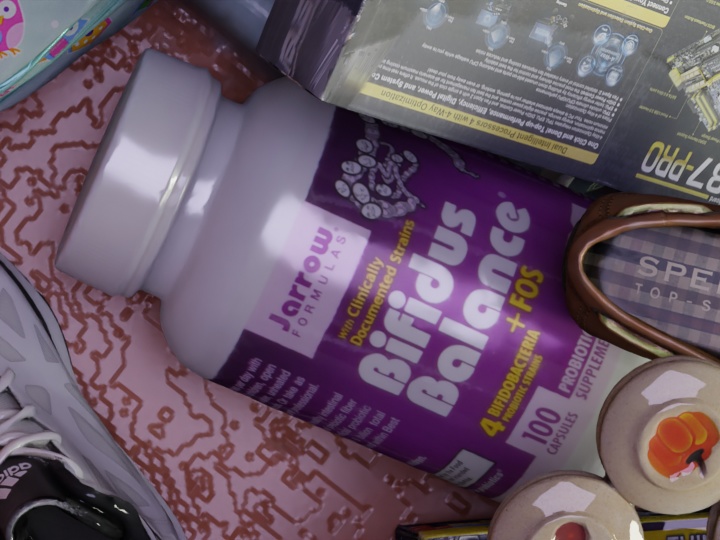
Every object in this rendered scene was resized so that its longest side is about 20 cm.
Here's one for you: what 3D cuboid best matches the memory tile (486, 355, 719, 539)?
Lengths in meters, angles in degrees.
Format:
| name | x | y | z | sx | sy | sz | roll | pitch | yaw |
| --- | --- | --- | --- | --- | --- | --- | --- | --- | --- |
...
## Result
| name | x | y | z | sx | sy | sz | roll | pitch | yaw |
| --- | --- | --- | --- | --- | --- | --- | --- | --- | --- |
| memory tile | 0.083 | 0.136 | 0.775 | 0.153 | 0.017 | 0.200 | 41 | 99 | -16 |

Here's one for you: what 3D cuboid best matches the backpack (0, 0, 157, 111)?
| name | x | y | z | sx | sy | sz | roll | pitch | yaw |
| --- | --- | --- | --- | --- | --- | --- | --- | --- | --- |
| backpack | -0.128 | -0.138 | 0.825 | 0.200 | 0.127 | 0.167 | -42 | 99 | -5 |

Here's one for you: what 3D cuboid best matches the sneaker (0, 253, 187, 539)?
| name | x | y | z | sx | sy | sz | roll | pitch | yaw |
| --- | --- | --- | --- | --- | --- | --- | --- | --- | --- |
| sneaker | -0.121 | 0.048 | 0.826 | 0.076 | 0.115 | 0.201 | -40 | 95 | -8 |

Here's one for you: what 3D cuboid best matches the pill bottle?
| name | x | y | z | sx | sy | sz | roll | pitch | yaw |
| --- | --- | --- | --- | --- | --- | --- | --- | --- | --- |
| pill bottle | 0.000 | 0.000 | 0.851 | 0.199 | 0.112 | 0.113 | 23 | 85 | -9 |

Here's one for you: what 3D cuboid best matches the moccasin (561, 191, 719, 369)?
| name | x | y | z | sx | sy | sz | roll | pitch | yaw |
| --- | --- | --- | --- | --- | --- | --- | --- | --- | --- |
| moccasin | 0.162 | 0.015 | 0.763 | 0.200 | 0.078 | 0.074 | 19 | 94 | 5 |

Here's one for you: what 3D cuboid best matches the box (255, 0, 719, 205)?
| name | x | y | z | sx | sy | sz | roll | pitch | yaw |
| --- | --- | --- | --- | --- | --- | --- | --- | --- | --- |
| box | 0.082 | -0.111 | 0.797 | 0.199 | 0.049 | 0.162 | 13 | 106 | -39 |

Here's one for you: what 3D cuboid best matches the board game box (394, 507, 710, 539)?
| name | x | y | z | sx | sy | sz | roll | pitch | yaw |
| --- | --- | --- | --- | --- | --- | --- | --- | --- | --- |
| board game box | 0.116 | 0.171 | 0.897 | 0.199 | 0.057 | 0.167 | -2 | 87 | -10 |

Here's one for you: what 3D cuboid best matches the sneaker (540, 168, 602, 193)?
| name | x | y | z | sx | sy | sz | roll | pitch | yaw |
| --- | --- | --- | --- | --- | --- | --- | --- | --- | --- |
| sneaker | 0.043 | -0.112 | 0.882 | 0.090 | 0.067 | 0.200 | -43 | 99 | -14 |
